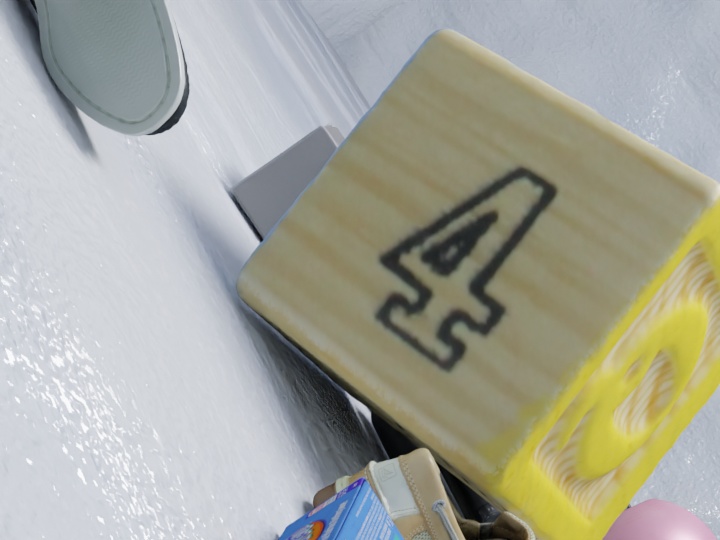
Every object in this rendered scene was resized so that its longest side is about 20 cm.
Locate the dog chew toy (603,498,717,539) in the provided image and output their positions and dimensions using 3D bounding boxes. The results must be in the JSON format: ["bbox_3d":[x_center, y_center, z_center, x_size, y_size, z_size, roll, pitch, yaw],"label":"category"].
[{"bbox_3d":[0.211,0.262,1.012,0.125,0.124,0.201,33,34,-75],"label":"dog chew toy"}]

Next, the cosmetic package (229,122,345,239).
[{"bbox_3d":[0.000,0.000,1.050,0.201,0.090,0.107,54,6,1],"label":"cosmetic package"}]

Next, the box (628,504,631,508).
[{"bbox_3d":[0.426,0.375,2.627,0.200,0.050,0.199,54,7,-29],"label":"box"}]

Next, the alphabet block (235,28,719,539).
[{"bbox_3d":[0.085,0.018,0.847,0.200,0.197,0.195,36,-4,30],"label":"alphabet block"}]

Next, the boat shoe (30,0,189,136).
[{"bbox_3d":[-0.134,-0.143,0.760,0.201,0.075,0.060,60,13,24],"label":"boat shoe"}]

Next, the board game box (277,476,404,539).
[{"bbox_3d":[0.032,0.183,0.541,0.201,0.045,0.152,57,6,2],"label":"board game box"}]

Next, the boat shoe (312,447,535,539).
[{"bbox_3d":[0.056,0.153,0.734,0.200,0.076,0.072,51,8,-47],"label":"boat shoe"}]

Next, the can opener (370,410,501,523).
[{"bbox_3d":[0.061,0.160,0.927,0.067,0.052,0.201,104,-33,-48],"label":"can opener"}]
